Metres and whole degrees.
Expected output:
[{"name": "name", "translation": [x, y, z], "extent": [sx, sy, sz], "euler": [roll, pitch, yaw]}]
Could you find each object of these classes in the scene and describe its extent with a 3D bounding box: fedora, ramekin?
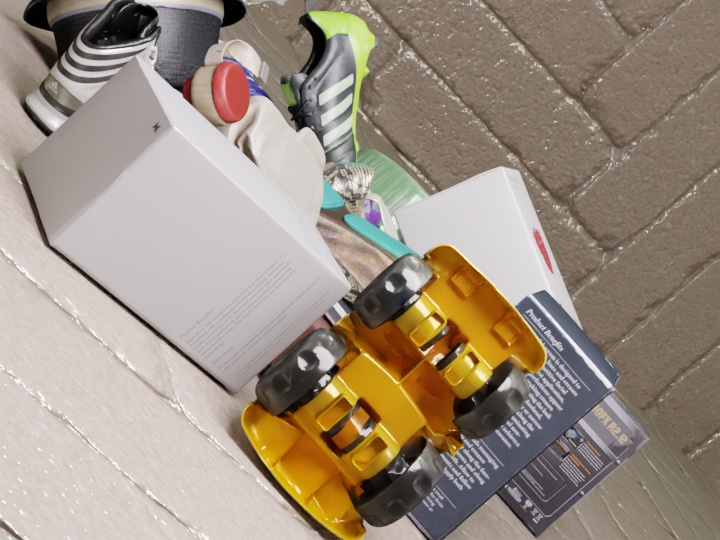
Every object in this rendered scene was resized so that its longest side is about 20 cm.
[{"name": "fedora", "translation": [-0.199, -0.200, 1.741], "extent": [0.201, 0.200, 0.092], "euler": [21, 64, -73]}, {"name": "ramekin", "translation": [0.026, -0.039, 2.124], "extent": [0.200, 0.098, 0.200], "euler": [46, -11, 12]}]

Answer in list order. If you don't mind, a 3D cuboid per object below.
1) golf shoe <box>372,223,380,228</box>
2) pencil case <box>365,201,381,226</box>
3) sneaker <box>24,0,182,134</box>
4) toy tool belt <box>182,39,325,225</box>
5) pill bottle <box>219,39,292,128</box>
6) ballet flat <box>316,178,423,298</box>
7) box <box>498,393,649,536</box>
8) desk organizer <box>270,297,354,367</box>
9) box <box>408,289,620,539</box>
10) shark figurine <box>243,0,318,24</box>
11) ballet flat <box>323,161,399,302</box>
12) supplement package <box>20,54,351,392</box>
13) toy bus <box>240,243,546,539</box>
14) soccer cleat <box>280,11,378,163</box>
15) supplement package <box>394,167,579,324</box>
[{"name": "golf shoe", "translation": [-0.062, -0.003, 1.802], "extent": [0.199, 0.095, 0.078], "euler": [12, 37, -32]}, {"name": "pencil case", "translation": [-0.079, -0.092, 1.939], "extent": [0.200, 0.084, 0.085], "euler": [37, 20, 19]}, {"name": "sneaker", "translation": [-0.178, -0.160, 1.597], "extent": [0.076, 0.115, 0.200], "euler": [46, 20, 17]}, {"name": "toy tool belt", "translation": [-0.117, -0.088, 1.519], "extent": [0.200, 0.122, 0.125], "euler": [53, 40, -51]}, {"name": "pill bottle", "translation": [-0.150, -0.153, 1.851], "extent": [0.120, 0.120, 0.200], "euler": [39, 12, -49]}, {"name": "ballet flat", "translation": [-0.031, -0.029, 1.616], "extent": [0.200, 0.067, 0.068], "euler": [40, 19, 26]}, {"name": "box", "translation": [0.177, 0.150, 2.022], "extent": [0.200, 0.158, 0.048], "euler": [47, 8, 0]}, {"name": "desk organizer", "translation": [-0.023, 0.072, 1.602], "extent": [0.072, 0.077, 0.200], "euler": [51, 8, 24]}, {"name": "box", "translation": [0.112, 0.121, 1.653], "extent": [0.107, 0.200, 0.148], "euler": [49, 7, 6]}, {"name": "shark figurine", "translation": [-0.124, -0.285, 1.837], "extent": [0.128, 0.214, 0.090], "euler": [157, -72, -76]}, {"name": "ballet flat", "translation": [0.000, 0.000, 1.722], "extent": [0.068, 0.075, 0.201], "euler": [-87, 173, -71]}, {"name": "supplement package", "translation": [-0.125, -0.032, 1.393], "extent": [0.200, 0.121, 0.120], "euler": [43, 9, -36]}, {"name": "toy bus", "translation": [0.021, 0.080, 1.407], "extent": [0.136, 0.200, 0.192], "euler": [48, 0, -3]}, {"name": "soccer cleat", "translation": [-0.037, -0.139, 1.778], "extent": [0.081, 0.201, 0.067], "euler": [9, -4, -26]}, {"name": "supplement package", "translation": [0.131, 0.013, 1.909], "extent": [0.121, 0.119, 0.201], "euler": [-7, 75, -78]}]
